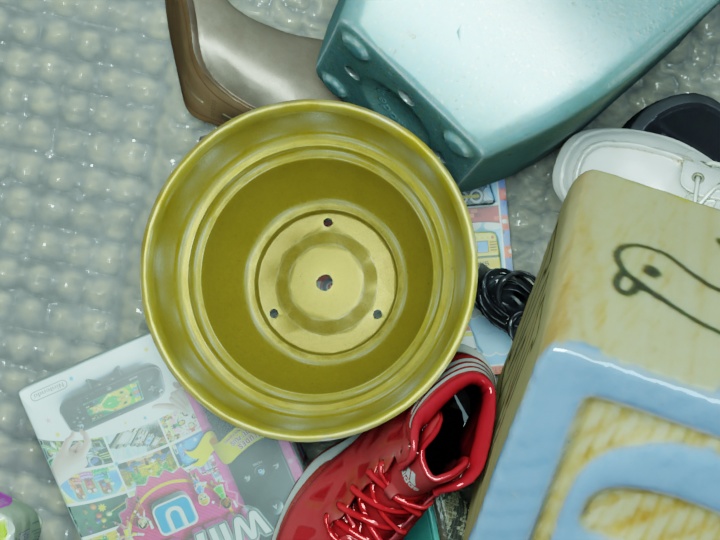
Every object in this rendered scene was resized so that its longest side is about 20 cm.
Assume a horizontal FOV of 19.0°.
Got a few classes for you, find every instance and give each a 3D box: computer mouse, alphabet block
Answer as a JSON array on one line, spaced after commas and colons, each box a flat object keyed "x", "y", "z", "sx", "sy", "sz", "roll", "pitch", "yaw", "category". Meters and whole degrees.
[{"x": 0.167, "y": -0.026, "z": 1.381, "sx": 0.138, "sy": 0.053, "sz": 0.200, "roll": 34, "pitch": 89, "yaw": -16, "category": "computer mouse"}, {"x": 0.176, "y": 0.092, "z": 1.237, "sx": 0.194, "sy": 0.200, "sz": 0.197, "roll": 19, "pitch": 123, "yaw": -1, "category": "alphabet block"}]

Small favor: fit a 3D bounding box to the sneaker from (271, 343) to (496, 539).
[{"x": 0.010, "y": 0.130, "z": 1.265, "sx": 0.078, "sy": 0.116, "sz": 0.200, "roll": 32, "pitch": 91, "yaw": -3, "category": "sneaker"}]

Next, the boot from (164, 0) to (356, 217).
[{"x": -0.040, "y": -0.125, "z": 1.377, "sx": 0.145, "sy": 0.070, "sz": 0.201, "roll": -9, "pitch": 75, "yaw": -12, "category": "boot"}]

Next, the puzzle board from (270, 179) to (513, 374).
[{"x": 0.000, "y": 0.000, "z": 1.395, "sx": 0.199, "sy": 0.017, "sz": 0.152, "roll": -5, "pitch": 87, "yaw": -2, "category": "puzzle board"}]

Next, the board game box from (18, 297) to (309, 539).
[{"x": -0.106, "y": 0.136, "z": 1.352, "sx": 0.147, "sy": 0.064, "sz": 0.201, "roll": -23, "pitch": 92, "yaw": 0, "category": "board game box"}]

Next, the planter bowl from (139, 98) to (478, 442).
[{"x": -0.026, "y": 0.004, "z": 1.290, "sx": 0.199, "sy": 0.083, "sz": 0.201, "roll": -1, "pitch": 83, "yaw": 7, "category": "planter bowl"}]

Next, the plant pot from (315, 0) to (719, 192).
[{"x": 0.083, "y": -0.161, "z": 1.301, "sx": 0.196, "sy": 0.196, "sz": 0.200, "roll": 44, "pitch": 76, "yaw": 1, "category": "plant pot"}]

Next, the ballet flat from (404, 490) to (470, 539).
[{"x": 0.061, "y": 0.213, "z": 1.369, "sx": 0.075, "sy": 0.068, "sz": 0.201, "roll": -3, "pitch": 93, "yaw": -24, "category": "ballet flat"}]

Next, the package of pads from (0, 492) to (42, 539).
[{"x": -0.300, "y": 0.142, "z": 1.306, "sx": 0.199, "sy": 0.155, "sz": 0.068, "roll": 22, "pitch": 86, "yaw": -1, "category": "package of pads"}]

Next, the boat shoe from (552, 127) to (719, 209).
[{"x": 0.216, "y": -0.036, "z": 1.328, "sx": 0.199, "sy": 0.069, "sz": 0.071, "roll": 18, "pitch": 94, "yaw": -17, "category": "boat shoe"}]
